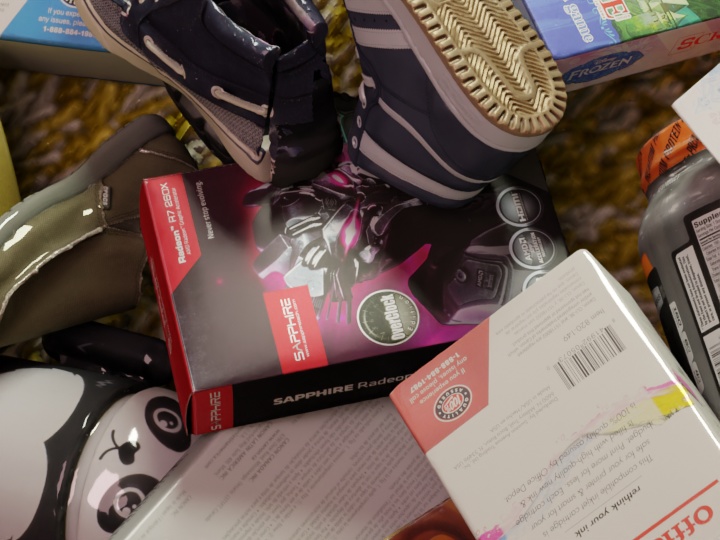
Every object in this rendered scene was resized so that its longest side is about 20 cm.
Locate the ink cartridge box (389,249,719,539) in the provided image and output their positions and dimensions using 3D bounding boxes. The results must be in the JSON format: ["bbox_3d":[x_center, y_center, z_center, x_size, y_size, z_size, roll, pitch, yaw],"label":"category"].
[{"bbox_3d":[0.114,0.104,1.146,0.116,0.067,0.200,-37,56,8],"label":"ink cartridge box"}]

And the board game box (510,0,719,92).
[{"bbox_3d":[0.133,-0.197,1.274,0.199,0.041,0.200,-17,69,-23],"label":"board game box"}]

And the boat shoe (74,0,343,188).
[{"bbox_3d":[-0.078,-0.135,1.271,0.075,0.093,0.200,-32,56,-25],"label":"boat shoe"}]

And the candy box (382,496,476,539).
[{"bbox_3d":[0.062,0.213,1.210,0.117,0.056,0.200,-29,83,-27],"label":"candy box"}]

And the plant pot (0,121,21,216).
[{"bbox_3d":[-0.299,-0.056,1.354,0.200,0.200,0.177,8,103,22],"label":"plant pot"}]

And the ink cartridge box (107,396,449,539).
[{"bbox_3d":[-0.007,0.152,1.261,0.200,0.057,0.163,46,63,-7],"label":"ink cartridge box"}]

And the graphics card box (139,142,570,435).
[{"bbox_3d":[0.000,0.000,1.259,0.200,0.051,0.126,-10,60,-9],"label":"graphics card box"}]

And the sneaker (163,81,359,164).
[{"bbox_3d":[-0.025,-0.064,1.358,0.079,0.075,0.200,-45,75,-4],"label":"sneaker"}]

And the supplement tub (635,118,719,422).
[{"bbox_3d":[0.206,0.023,1.215,0.122,0.123,0.200,-21,72,15],"label":"supplement tub"}]

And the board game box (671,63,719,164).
[{"bbox_3d":[0.250,-0.041,1.125,0.134,0.034,0.200,-42,67,9],"label":"board game box"}]

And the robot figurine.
[{"bbox_3d":[-0.163,0.109,1.335,0.200,0.125,0.151,10,104,23],"label":"robot figurine"}]

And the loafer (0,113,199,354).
[{"bbox_3d":[-0.143,-0.008,1.341,0.070,0.075,0.200,37,53,9],"label":"loafer"}]

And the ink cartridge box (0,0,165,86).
[{"bbox_3d":[-0.157,-0.213,1.423,0.146,0.086,0.200,9,81,21],"label":"ink cartridge box"}]

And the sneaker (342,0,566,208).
[{"bbox_3d":[0.016,-0.123,1.230,0.070,0.109,0.200,-20,72,-30],"label":"sneaker"}]
